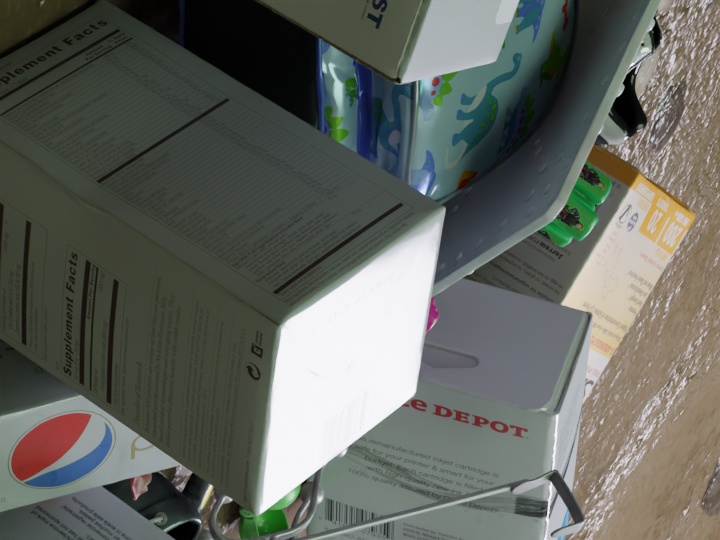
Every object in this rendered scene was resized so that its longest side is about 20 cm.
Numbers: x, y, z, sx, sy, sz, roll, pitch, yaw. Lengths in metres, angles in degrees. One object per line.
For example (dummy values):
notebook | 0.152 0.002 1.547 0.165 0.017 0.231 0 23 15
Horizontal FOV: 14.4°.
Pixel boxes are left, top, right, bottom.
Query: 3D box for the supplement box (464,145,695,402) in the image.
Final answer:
supplement box | 0.114 0.021 1.767 0.201 0.073 0.126 -59 155 3

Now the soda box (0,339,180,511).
soda box | -0.113 0.051 1.294 0.199 0.064 0.068 -13 138 -17

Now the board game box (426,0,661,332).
board game box | 0.090 -0.069 1.372 0.200 0.026 0.201 -34 -154 59

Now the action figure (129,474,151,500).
action figure | -0.081 0.023 1.424 0.200 0.133 0.149 -53 -159 19

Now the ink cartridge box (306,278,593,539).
ink cartridge box | 0.049 0.099 1.633 0.201 0.144 0.084 92 18 -48

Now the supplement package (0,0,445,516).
supplement package | -0.079 -0.010 1.225 0.114 0.199 0.110 -34 146 -39

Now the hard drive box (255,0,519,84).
hard drive box | -0.017 -0.190 1.133 0.077 0.199 0.157 -17 134 -54

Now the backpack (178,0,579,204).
backpack | 0.019 -0.128 1.311 0.200 0.146 0.184 -41 140 -46

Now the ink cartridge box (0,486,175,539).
ink cartridge box | -0.190 0.176 1.298 0.200 0.146 0.083 -39 151 -33

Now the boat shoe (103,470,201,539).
boat shoe | -0.157 0.185 1.467 0.200 0.062 0.073 -53 154 -12

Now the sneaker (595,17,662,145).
sneaker | 0.137 -0.161 1.575 0.074 0.080 0.201 -36 139 -50

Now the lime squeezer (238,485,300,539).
lime squeezer | -0.036 0.137 1.625 0.038 0.070 0.201 -55 158 -39

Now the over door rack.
over door rack | 0.004 0.144 1.546 0.198 0.067 0.148 -2 154 -14

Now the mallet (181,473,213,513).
mallet | -0.082 0.097 1.541 0.201 0.041 0.066 -61 157 14
